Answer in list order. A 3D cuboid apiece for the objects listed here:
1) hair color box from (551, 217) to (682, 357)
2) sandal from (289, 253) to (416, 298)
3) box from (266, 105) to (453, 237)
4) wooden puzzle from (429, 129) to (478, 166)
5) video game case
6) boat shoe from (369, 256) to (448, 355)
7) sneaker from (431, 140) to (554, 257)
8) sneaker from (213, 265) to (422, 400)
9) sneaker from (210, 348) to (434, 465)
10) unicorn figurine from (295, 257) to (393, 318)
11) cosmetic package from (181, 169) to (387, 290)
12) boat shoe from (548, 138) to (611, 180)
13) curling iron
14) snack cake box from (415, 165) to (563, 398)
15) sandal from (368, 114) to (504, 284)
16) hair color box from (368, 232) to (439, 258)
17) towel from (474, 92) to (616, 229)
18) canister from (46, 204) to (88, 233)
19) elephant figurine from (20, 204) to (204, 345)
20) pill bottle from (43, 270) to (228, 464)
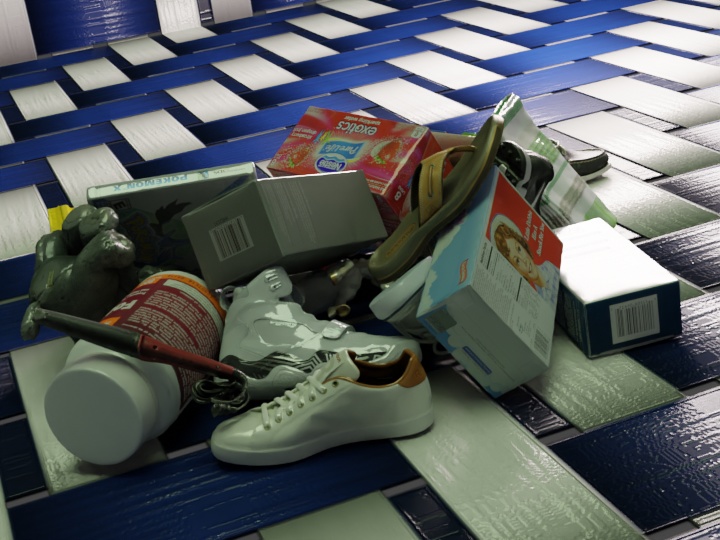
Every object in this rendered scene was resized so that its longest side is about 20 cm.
[{"bbox_3d":[0.238,0.013,1.247,0.099,0.061,0.200,-13,22,-7],"label":"hair color box"},{"bbox_3d":[0.000,0.000,1.386,0.198,0.045,0.075,-5,22,7],"label":"sandal"},{"bbox_3d":[0.003,-0.111,1.405,0.199,0.096,0.100,18,66,43],"label":"box"},{"bbox_3d":[0.143,-0.132,1.506,0.184,0.047,0.200,11,-12,41],"label":"wooden puzzle"},{"bbox_3d":[-0.195,-0.038,1.376,0.181,0.201,0.022,-9,54,-3],"label":"video game case"},{"bbox_3d":[0.068,0.040,1.203,0.074,0.086,0.202,-39,-5,10],"label":"boat shoe"},{"bbox_3d":[0.144,-0.045,1.300,0.090,0.201,0.067,0,39,-42],"label":"sneaker"},{"bbox_3d":[-0.044,0.054,1.156,0.198,0.116,0.075,-8,-19,9],"label":"sneaker"},{"bbox_3d":[-0.038,0.111,1.075,0.198,0.085,0.073,-12,23,-6],"label":"sneaker"},{"bbox_3d":[-0.035,0.027,1.286,0.198,0.074,0.137,-12,10,5],"label":"unicorn figurine"},{"bbox_3d":[-0.072,-0.043,1.250,0.106,0.091,0.200,-24,-4,30],"label":"cosmetic package"},{"bbox_3d":[0.240,-0.145,1.639,0.198,0.061,0.074,-10,16,-8],"label":"boat shoe"},{"bbox_3d":[-0.185,0.072,1.051,0.199,0.026,0.050,25,34,-10],"label":"curling iron"},{"bbox_3d":[0.127,0.007,1.157,0.067,0.115,0.201,-34,21,32],"label":"snack cake box"},{"bbox_3d":[0.067,-0.074,1.188,0.200,0.054,0.080,-48,15,13],"label":"sandal"},{"bbox_3d":[0.088,-0.067,1.448,0.199,0.061,0.100,11,47,41],"label":"hair color box"},{"bbox_3d":[0.221,-0.108,1.404,0.031,0.200,0.149,-39,6,31],"label":"towel"},{"bbox_3d":[-0.286,-0.044,1.547,0.198,0.087,0.149,-12,22,-13],"label":"canister"},{"bbox_3d":[-0.249,0.036,1.306,0.155,0.200,0.142,-36,41,4],"label":"elephant figurine"},{"bbox_3d":[-0.205,0.089,1.145,0.113,0.115,0.200,-1,22,17],"label":"pill bottle"}]
